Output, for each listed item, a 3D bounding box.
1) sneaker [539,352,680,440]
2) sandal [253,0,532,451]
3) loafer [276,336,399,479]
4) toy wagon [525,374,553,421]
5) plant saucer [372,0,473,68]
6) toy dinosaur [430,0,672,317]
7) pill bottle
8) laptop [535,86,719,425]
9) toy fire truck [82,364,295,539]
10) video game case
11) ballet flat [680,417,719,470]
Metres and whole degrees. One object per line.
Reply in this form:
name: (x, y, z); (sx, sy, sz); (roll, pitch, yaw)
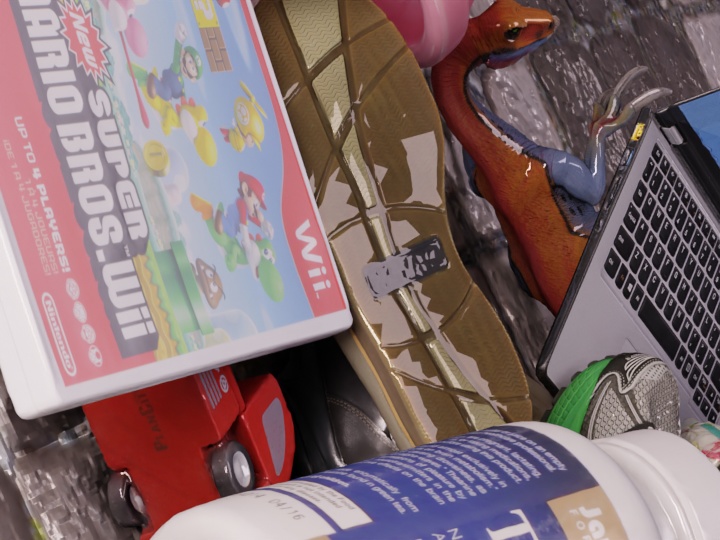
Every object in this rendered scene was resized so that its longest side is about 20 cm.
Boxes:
sneaker: (0.119, 0.112, 1.111); (0.078, 0.085, 0.201); (45, 32, -36)
sandal: (0.000, -0.009, 1.027); (0.080, 0.054, 0.201); (-17, 83, -40)
loafer: (0.000, 0.000, 1.091); (0.073, 0.072, 0.201); (15, 53, -56)
toy wagon: (0.063, 0.123, 1.137); (0.155, 0.039, 0.201); (37, 38, -43)
plant saucer: (-0.018, -0.172, 1.108); (0.201, 0.051, 0.201); (48, -11, 13)
toy dinosaur: (0.093, -0.031, 1.256); (0.181, 0.105, 0.201); (35, 39, -47)
pill bottle: (0.032, 0.112, 0.929); (0.199, 0.111, 0.112); (-12, 76, -38)
laptop: (0.191, 0.007, 1.229); (0.187, 0.115, 0.201); (48, 62, -53)
toy fire truck: (-0.069, -0.016, 0.974); (0.201, 0.048, 0.141); (68, 23, -16)
video game case: (-0.072, -0.036, 0.895); (0.200, 0.017, 0.144); (-13, 84, -64)
ballet flat: (0.157, 0.164, 1.204); (0.075, 0.064, 0.202); (-10, 90, -19)
